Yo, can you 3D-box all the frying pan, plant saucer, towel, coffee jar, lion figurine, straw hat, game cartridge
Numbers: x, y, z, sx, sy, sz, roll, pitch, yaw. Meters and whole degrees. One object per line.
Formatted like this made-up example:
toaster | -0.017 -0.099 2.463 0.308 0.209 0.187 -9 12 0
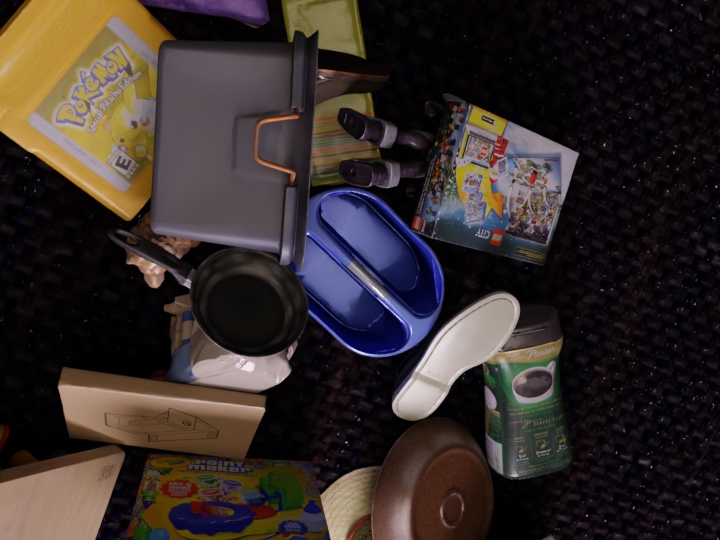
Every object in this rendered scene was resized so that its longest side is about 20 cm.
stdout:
frying pan | -0.138 0.027 0.625 0.187 0.031 0.117 6 57 -22
plant saucer | 0.098 0.278 0.805 0.198 0.036 0.205 4 84 -39
towel | -0.029 -0.198 0.749 0.084 0.018 0.204 -11 102 -10
coffee jar | 0.194 0.139 0.821 0.102 0.085 0.204 -9 102 -8
lion figurine | -0.141 -0.053 0.700 0.197 0.122 0.074 -22 104 -7
straw hat | 0.030 0.349 0.828 0.197 0.085 0.205 -2 101 -10
game cartridge | -0.249 -0.172 0.663 0.177 0.032 0.200 -49 131 0

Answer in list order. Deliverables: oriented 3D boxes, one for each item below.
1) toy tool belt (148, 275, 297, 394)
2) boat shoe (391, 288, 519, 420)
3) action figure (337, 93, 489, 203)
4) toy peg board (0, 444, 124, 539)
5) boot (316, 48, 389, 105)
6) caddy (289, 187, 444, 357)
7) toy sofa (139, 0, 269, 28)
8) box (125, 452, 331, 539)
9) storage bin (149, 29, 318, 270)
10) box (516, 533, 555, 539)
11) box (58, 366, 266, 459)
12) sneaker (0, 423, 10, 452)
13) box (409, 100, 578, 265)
toy tool belt | -0.156 0.074 0.726 0.198 0.125 0.124 -23 141 34
boat shoe | 0.102 0.084 0.777 0.074 0.067 0.201 23 119 -17
action figure | 0.070 -0.128 0.741 0.197 0.069 0.133 0 104 -37
toy peg board | -0.377 0.270 0.705 0.097 0.198 0.203 25 97 23
boot | -0.068 -0.177 0.717 0.196 0.075 0.098 -3 125 -19
caddy | 0.000 0.000 0.745 0.200 0.105 0.142 42 92 -15
toy sofa | -0.176 -0.305 0.666 0.196 0.083 0.100 5 99 -12
box | -0.144 0.300 0.730 0.196 0.193 0.124 6 100 -13
storage bin | -0.110 -0.107 0.595 0.132 0.146 0.204 3 95 -9
box | 0.144 0.387 0.822 0.198 0.159 0.049 -27 69 -5
box | -0.209 0.156 0.721 0.196 0.164 0.022 11 56 -12
sneaker | -0.420 0.167 0.722 0.084 0.077 0.204 -10 110 -25
box | 0.152 -0.089 0.751 0.198 0.037 0.139 10 99 -40
